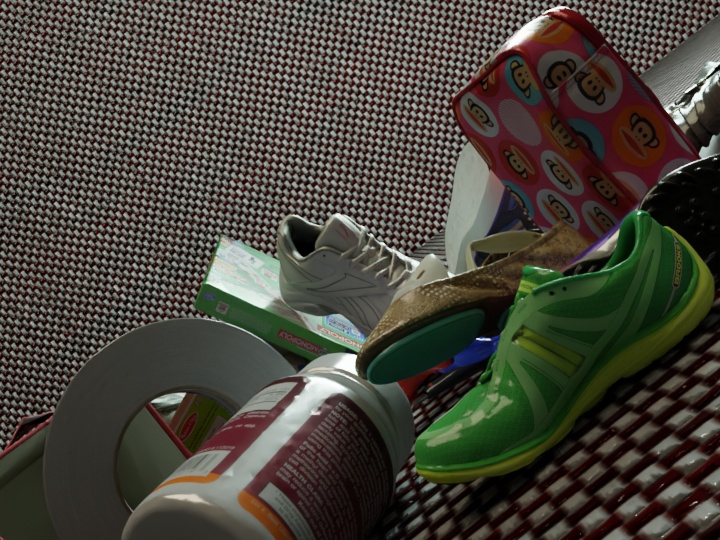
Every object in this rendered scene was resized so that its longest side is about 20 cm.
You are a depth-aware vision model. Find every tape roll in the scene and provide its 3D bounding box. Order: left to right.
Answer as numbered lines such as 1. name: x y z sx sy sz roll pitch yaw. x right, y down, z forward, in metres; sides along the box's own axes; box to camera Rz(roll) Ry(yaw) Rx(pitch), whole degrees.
1. tape roll: -0.127 0.139 0.734 0.199 0.202 0.066 -37 2 -18

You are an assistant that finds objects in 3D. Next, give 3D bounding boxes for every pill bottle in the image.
1. pill bottle: -0.045 0.136 0.619 0.114 0.115 0.200 -35 3 33

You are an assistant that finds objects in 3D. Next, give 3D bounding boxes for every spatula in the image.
1. spatula: 0.044 0.115 0.824 0.199 0.021 0.056 -37 8 -11

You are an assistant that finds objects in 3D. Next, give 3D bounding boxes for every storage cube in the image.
1. storage cube: -0.237 0.226 0.840 0.180 0.201 0.171 -43 -2 43

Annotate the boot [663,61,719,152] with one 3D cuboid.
1. boot: 0.273 -0.124 0.895 0.131 0.067 0.200 -49 9 14

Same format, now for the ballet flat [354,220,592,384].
1. ballet flat: 0.074 0.016 0.680 0.197 0.066 0.071 -17 -29 -24

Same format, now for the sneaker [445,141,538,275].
1. sneaker: 0.165 -0.061 0.980 0.143 0.082 0.201 -4 -31 -8

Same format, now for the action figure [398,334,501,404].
1. action figure: 0.071 0.048 0.805 0.198 0.066 0.099 -29 21 20

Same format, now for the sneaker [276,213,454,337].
1. sneaker: 0.000 0.000 0.890 0.197 0.101 0.078 11 48 28

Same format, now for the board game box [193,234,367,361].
1. board game box: -0.058 0.039 0.986 0.029 0.197 0.135 -61 10 19

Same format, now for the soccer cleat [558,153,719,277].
1. soccer cleat: 0.178 -0.004 0.637 0.199 0.069 0.073 -37 -10 2

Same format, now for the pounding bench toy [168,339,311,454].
1. pounding bench toy: -0.103 0.152 1.000 0.202 0.123 0.156 -59 -6 19

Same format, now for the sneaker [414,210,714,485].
1. sneaker: 0.103 0.042 0.567 0.199 0.084 0.074 -38 3 -7

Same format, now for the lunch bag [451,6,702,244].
1. lunch bag: 0.161 -0.085 0.780 0.082 0.201 0.176 -41 4 -19

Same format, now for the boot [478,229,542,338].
1. boot: 0.100 0.037 0.993 0.174 0.067 0.200 -38 1 -14

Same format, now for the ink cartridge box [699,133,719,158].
1. ink cartridge box: 0.308 -0.109 0.899 0.198 0.051 0.161 -35 2 4

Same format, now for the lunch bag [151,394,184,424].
1. lunch bag: -0.247 0.214 1.157 0.136 0.205 0.168 9 9 7
